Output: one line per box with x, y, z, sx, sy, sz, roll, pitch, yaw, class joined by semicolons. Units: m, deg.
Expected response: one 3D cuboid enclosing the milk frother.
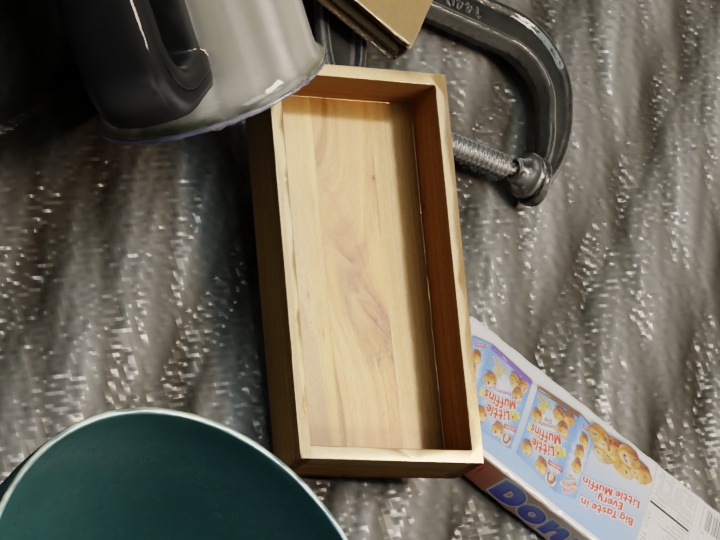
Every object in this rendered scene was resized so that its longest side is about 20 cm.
-0.146;-0.152;1.407;0.180;0.199;0.189;-44;123;-50;milk frother

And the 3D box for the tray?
0.000;0.000;1.475;0.098;0.037;0.201;3;72;-25;tray

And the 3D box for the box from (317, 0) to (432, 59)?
-0.005;-0.235;1.592;0.163;0.021;0.201;38;54;-20;box

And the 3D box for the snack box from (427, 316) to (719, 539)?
0.114;0.110;1.547;0.200;0.024;0.072;38;48;-18;snack box

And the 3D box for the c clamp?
0.037;-0.089;1.598;0.199;0.027;0.172;15;55;-33;c clamp

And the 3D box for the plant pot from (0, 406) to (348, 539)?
-0.104;0.174;1.241;0.199;0.135;0.201;20;55;-32;plant pot
